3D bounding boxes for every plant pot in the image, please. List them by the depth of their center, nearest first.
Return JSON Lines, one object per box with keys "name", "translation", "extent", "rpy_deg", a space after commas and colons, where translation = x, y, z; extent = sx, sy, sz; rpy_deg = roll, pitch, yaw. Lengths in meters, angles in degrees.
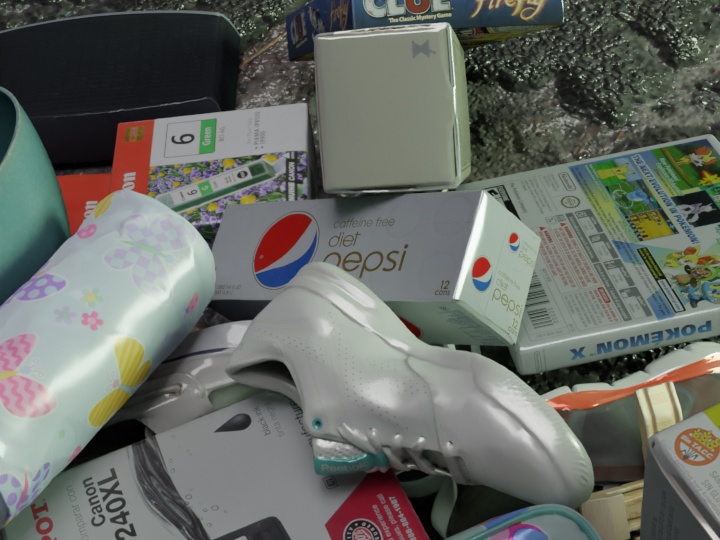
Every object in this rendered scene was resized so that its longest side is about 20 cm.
{"name": "plant pot", "translation": [-0.253, 0.003, 0.824], "extent": [0.200, 0.135, 0.200], "rpy_deg": [-19, 39, 16]}

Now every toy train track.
{"name": "toy train track", "translation": [0.204, 0.108, 0.709], "extent": [0.200, 0.115, 0.033], "rpy_deg": [-11, 4, -22]}

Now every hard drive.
{"name": "hard drive", "translation": [-0.192, -0.139, 1.017], "extent": [0.200, 0.042, 0.135], "rpy_deg": [-4, 48, 5]}

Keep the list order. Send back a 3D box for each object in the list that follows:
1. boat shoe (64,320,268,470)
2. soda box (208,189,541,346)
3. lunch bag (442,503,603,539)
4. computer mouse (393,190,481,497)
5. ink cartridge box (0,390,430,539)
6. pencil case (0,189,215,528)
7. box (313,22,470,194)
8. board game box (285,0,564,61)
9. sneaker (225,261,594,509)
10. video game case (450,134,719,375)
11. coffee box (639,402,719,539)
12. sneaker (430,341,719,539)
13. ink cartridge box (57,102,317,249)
{"name": "boat shoe", "translation": [-0.114, 0.080, 0.795], "extent": [0.200, 0.072, 0.066], "rpy_deg": [-9, 62, -6]}
{"name": "soda box", "translation": [0.000, 0.000, 0.790], "extent": [0.200, 0.064, 0.068], "rpy_deg": [0, 65, 41]}
{"name": "lunch bag", "translation": [0.074, 0.213, 0.601], "extent": [0.160, 0.077, 0.200], "rpy_deg": [-23, 79, -16]}
{"name": "computer mouse", "translation": [0.035, 0.048, 0.808], "extent": [0.110, 0.044, 0.200], "rpy_deg": [-27, 49, 26]}
{"name": "ink cartridge box", "translation": [-0.073, 0.157, 0.709], "extent": [0.200, 0.083, 0.145], "rpy_deg": [-21, 49, -11]}
{"name": "pencil case", "translation": [-0.162, 0.042, 0.724], "extent": [0.091, 0.083, 0.200], "rpy_deg": [26, 51, 15]}
{"name": "box", "translation": [0.025, -0.097, 0.840], "extent": [0.078, 0.095, 0.200], "rpy_deg": [-3, 4, 7]}
{"name": "board game box", "translation": [0.035, -0.168, 0.914], "extent": [0.135, 0.035, 0.200], "rpy_deg": [-5, 5, -14]}
{"name": "sneaker", "translation": [0.018, 0.076, 0.678], "extent": [0.200, 0.075, 0.088], "rpy_deg": [30, 61, 33]}
{"name": "video game case", "translation": [0.162, -0.016, 0.833], "extent": [0.182, 0.022, 0.200], "rpy_deg": [-12, 31, -2]}
{"name": "coffee box", "translation": [0.256, 0.157, 0.581], "extent": [0.198, 0.200, 0.200], "rpy_deg": [-24, 49, -14]}
{"name": "sneaker", "translation": [0.136, 0.107, 0.731], "extent": [0.200, 0.077, 0.082], "rpy_deg": [-23, 56, -11]}
{"name": "ink cartridge box", "translation": [-0.130, -0.051, 0.924], "extent": [0.200, 0.050, 0.109], "rpy_deg": [-5, 48, 3]}
